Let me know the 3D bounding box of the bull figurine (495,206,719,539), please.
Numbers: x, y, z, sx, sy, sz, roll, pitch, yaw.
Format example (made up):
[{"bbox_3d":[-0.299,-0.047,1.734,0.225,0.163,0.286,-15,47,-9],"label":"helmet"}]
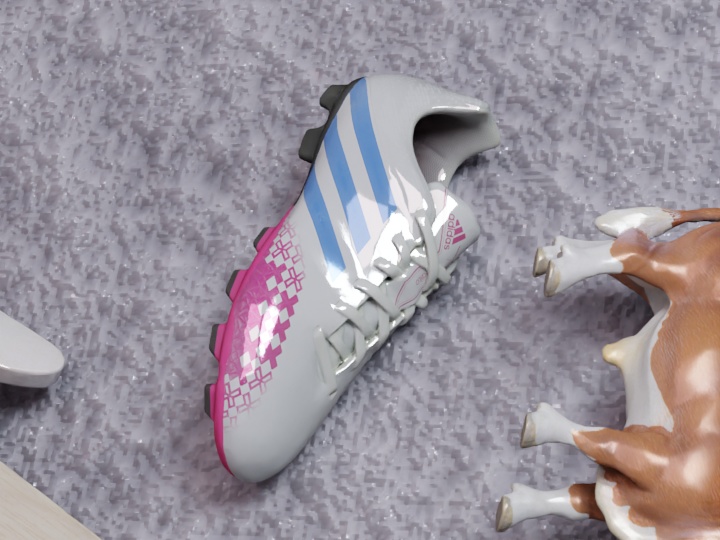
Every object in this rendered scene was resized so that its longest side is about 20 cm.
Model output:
[{"bbox_3d":[0.121,0.060,0.866,0.121,0.065,0.201,12,55,-2],"label":"bull figurine"}]

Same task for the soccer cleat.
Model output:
[{"bbox_3d":[0.000,0.000,0.952,0.086,0.070,0.201,9,63,25],"label":"soccer cleat"}]

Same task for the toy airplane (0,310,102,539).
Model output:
[{"bbox_3d":[-0.213,0.075,0.942,0.141,0.199,0.200,-60,43,20],"label":"toy airplane"}]
